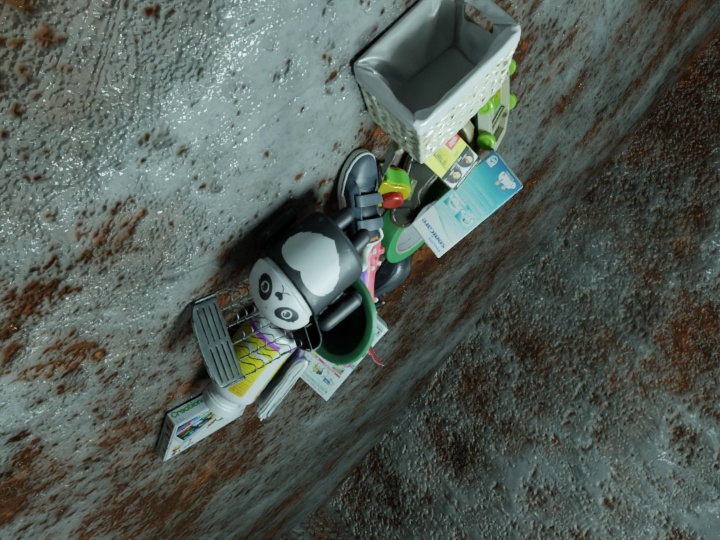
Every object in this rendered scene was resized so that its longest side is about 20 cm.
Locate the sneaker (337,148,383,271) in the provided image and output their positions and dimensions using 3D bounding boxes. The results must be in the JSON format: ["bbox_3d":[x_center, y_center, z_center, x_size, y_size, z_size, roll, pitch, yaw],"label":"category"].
[{"bbox_3d":[0.004,-0.093,0.941,0.077,0.079,0.205,-18,132,-38],"label":"sneaker"}]

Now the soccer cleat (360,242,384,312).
[{"bbox_3d":[0.000,0.000,1.118,0.066,0.074,0.207,-7,102,-68],"label":"soccer cleat"}]

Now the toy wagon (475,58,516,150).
[{"bbox_3d":[0.242,-0.324,1.027,0.157,0.039,0.204,-57,146,-38],"label":"toy wagon"}]

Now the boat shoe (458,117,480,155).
[{"bbox_3d":[0.202,-0.266,1.091,0.065,0.071,0.200,-55,166,5],"label":"boat shoe"}]

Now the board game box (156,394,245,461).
[{"bbox_3d":[-0.305,0.287,1.139,0.198,0.035,0.128,-24,151,-47],"label":"board game box"}]

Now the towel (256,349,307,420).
[{"bbox_3d":[-0.149,0.170,1.084,0.148,0.024,0.201,-52,-159,16],"label":"towel"}]

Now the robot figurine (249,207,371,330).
[{"bbox_3d":[-0.074,-0.005,0.854,0.199,0.150,0.126,-41,141,-13],"label":"robot figurine"}]

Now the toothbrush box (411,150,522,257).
[{"bbox_3d":[0.205,-0.127,1.082,0.199,0.086,0.146,-42,178,19],"label":"toothbrush box"}]

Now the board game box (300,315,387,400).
[{"bbox_3d":[-0.060,0.144,1.196,0.201,0.147,0.064,-48,-173,4],"label":"board game box"}]

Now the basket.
[{"bbox_3d":[0.104,-0.270,0.788,0.200,0.136,0.124,-43,164,-8],"label":"basket"}]

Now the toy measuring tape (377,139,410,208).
[{"bbox_3d":[0.061,-0.160,0.958,0.073,0.074,0.200,-37,172,-22],"label":"toy measuring tape"}]

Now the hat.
[{"bbox_3d":[-0.002,0.077,1.072,0.174,0.166,0.202,-15,146,-54],"label":"hat"}]

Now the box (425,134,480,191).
[{"bbox_3d":[0.120,-0.214,0.943,0.076,0.050,0.198,-49,137,10],"label":"box"}]

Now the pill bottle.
[{"bbox_3d":[-0.201,0.166,1.023,0.201,0.104,0.104,-51,159,13],"label":"pill bottle"}]

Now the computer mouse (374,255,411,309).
[{"bbox_3d":[0.067,0.031,1.383,0.202,0.053,0.137,-55,157,21],"label":"computer mouse"}]

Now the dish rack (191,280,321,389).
[{"bbox_3d":[-0.164,0.085,0.900,0.198,0.158,0.054,-24,-173,-42],"label":"dish rack"}]

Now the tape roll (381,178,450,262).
[{"bbox_3d":[0.113,-0.109,1.222,0.199,0.048,0.202,-40,158,-19],"label":"tape roll"}]

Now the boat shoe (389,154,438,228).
[{"bbox_3d":[0.107,-0.183,1.068,0.203,0.070,0.077,-60,-173,20],"label":"boat shoe"}]
